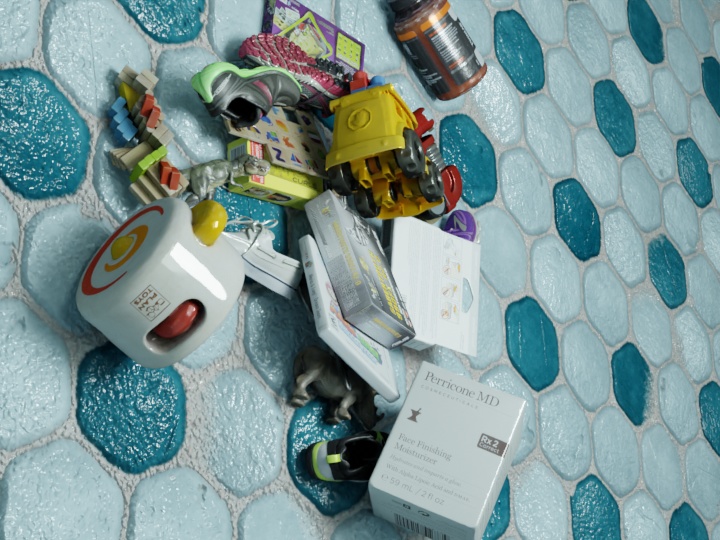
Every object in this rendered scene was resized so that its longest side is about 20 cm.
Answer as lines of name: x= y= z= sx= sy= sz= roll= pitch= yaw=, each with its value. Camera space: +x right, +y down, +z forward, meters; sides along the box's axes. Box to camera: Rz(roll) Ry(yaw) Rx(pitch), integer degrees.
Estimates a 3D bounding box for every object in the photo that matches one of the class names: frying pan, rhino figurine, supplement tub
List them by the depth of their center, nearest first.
frying pan: x=-0.047 y=0.071 z=1.677 sx=0.115 sy=0.031 sz=0.191 roll=47 pitch=19 yaw=-32
rhino figurine: x=-0.026 y=0.174 z=1.701 sx=0.199 sy=0.059 sz=0.088 roll=32 pitch=58 yaw=-39
supplement tub: x=0.128 y=-0.399 z=2.025 sx=0.201 sy=0.106 sz=0.107 roll=54 pitch=44 yaw=-21

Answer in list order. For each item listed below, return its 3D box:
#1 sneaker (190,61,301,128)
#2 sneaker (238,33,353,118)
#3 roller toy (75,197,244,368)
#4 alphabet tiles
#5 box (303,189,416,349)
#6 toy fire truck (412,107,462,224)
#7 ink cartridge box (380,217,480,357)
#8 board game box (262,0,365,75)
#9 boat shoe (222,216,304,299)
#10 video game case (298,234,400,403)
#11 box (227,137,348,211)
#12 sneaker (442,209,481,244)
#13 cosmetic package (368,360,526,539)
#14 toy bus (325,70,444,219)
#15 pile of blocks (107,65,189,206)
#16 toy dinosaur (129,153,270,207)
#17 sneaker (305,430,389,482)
sneaker: x=-0.155 y=-0.236 z=1.633 sx=0.199 sy=0.076 sz=0.084 roll=-9 pitch=78 yaw=-52
sneaker: x=-0.097 y=-0.282 z=1.749 sx=0.199 sy=0.075 sz=0.081 roll=22 pitch=37 yaw=-35
roller toy: x=-0.242 y=0.010 z=1.414 sx=0.140 sy=0.199 sz=0.183 roll=45 pitch=54 yaw=-28
alphabet tiles: x=-0.127 y=-0.212 z=1.704 sx=0.199 sy=0.008 sz=0.168 roll=13 pitch=44 yaw=-45
box: x=0.000 y=0.000 z=1.712 sx=0.158 sy=0.048 sz=0.201 roll=39 pitch=26 yaw=-57
toy fire truck: x=0.101 y=-0.186 z=1.934 sx=0.200 sy=0.128 sz=0.177 roll=-40 pitch=108 yaw=-36
ink cartridge box: x=0.107 y=0.027 z=1.852 sx=0.173 sy=0.043 sz=0.202 roll=20 pitch=62 yaw=-31
board game box: x=-0.072 y=-0.341 z=1.843 sx=0.199 sy=0.032 sz=0.121 roll=25 pitch=57 yaw=-41
boat shoe: x=-0.144 y=-0.036 z=1.605 sx=0.201 sy=0.074 sz=0.087 roll=33 pitch=84 yaw=-40
video game case: x=-0.016 y=0.069 z=1.671 sx=0.200 sy=0.024 sz=0.183 roll=47 pitch=21 yaw=-43
box: x=-0.104 y=-0.135 z=1.721 sx=0.199 sy=0.050 sz=0.076 roll=14 pitch=67 yaw=-44
sneaker: x=0.136 y=-0.033 z=1.939 sx=0.083 sy=0.080 sz=0.201 roll=44 pitch=49 yaw=-22
cosmetic package: x=0.126 y=0.270 z=1.685 sx=0.165 sy=0.164 sz=0.201 roll=81 pitch=31 yaw=-63
toy bus: x=0.033 y=-0.193 z=1.748 sx=0.200 sy=0.135 sz=0.194 roll=43 pitch=37 yaw=-56
pile of blocks: x=-0.279 y=-0.176 z=1.510 sx=0.082 sy=0.062 sz=0.202 roll=-13 pitch=76 yaw=-31
toy dinosaur: x=-0.216 y=-0.107 z=1.587 sx=0.199 sy=0.047 sz=0.089 roll=-10 pitch=101 yaw=-31
sneaker: x=0.006 y=0.267 z=1.683 sx=0.199 sy=0.082 sz=0.072 roll=-2 pitch=80 yaw=-54
